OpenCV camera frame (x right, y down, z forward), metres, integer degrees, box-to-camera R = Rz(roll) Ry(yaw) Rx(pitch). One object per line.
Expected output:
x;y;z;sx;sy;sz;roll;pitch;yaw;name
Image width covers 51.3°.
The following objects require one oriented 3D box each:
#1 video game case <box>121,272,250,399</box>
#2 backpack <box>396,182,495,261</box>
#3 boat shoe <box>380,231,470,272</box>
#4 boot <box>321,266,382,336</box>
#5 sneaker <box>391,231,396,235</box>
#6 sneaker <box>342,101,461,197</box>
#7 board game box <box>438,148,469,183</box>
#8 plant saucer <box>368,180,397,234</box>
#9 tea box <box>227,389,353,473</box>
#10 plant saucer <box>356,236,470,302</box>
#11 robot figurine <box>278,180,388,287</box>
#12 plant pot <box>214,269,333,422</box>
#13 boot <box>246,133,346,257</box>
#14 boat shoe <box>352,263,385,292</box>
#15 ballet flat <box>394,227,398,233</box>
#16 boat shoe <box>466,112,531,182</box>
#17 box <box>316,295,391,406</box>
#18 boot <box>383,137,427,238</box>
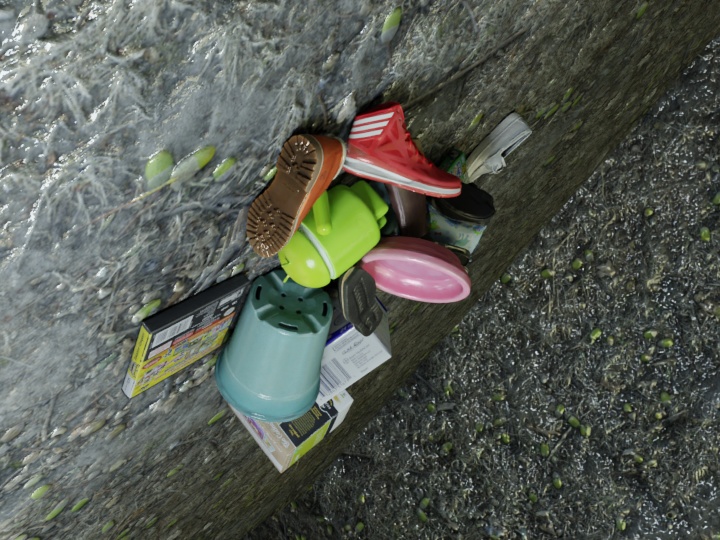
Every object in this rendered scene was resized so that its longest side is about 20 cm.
-0.276;0.103;1.187;0.199;0.026;0.182;-30;159;-44;video game case
0.146;-0.066;1.440;0.160;0.157;0.200;18;142;-25;backpack
0.104;-0.038;1.351;0.071;0.196;0.065;143;-36;-71;boat shoe
-0.042;0.031;1.308;0.078;0.137;0.201;-46;154;-19;boot
0.134;-0.070;1.693;0.199;0.077;0.076;-36;161;-34;sneaker
0.074;-0.180;1.104;0.196;0.078;0.118;10;101;-25;sneaker
0.184;-0.127;1.550;0.135;0.029;0.202;-50;140;-29;board game box
0.052;-0.118;1.365;0.201;0.038;0.202;-48;160;-24;plant saucer
-0.155;0.288;1.640;0.195;0.201;0.134;-33;162;-29;tea box
0.092;-0.004;1.271;0.201;0.195;0.052;87;17;-70;plant saucer
-0.048;-0.055;1.194;0.199;0.116;0.176;-39;165;-16;robot figurine
-0.140;0.121;1.303;0.199;0.200;0.199;-28;151;-44;plant pot
-0.087;-0.105;1.059;0.201;0.075;0.107;-55;166;30;boot
0.000;0.000;1.390;0.200;0.067;0.077;37;56;-58;boat shoe
0.134;-0.147;1.546;0.199;0.069;0.070;-40;165;-32;ballet flat
0.294;-0.252;1.652;0.200;0.069;0.072;-45;165;1;boat shoe
-0.039;0.138;1.523;0.182;0.105;0.201;-35;-160;13;box
0.070;-0.129;1.231;0.071;0.171;0.199;-2;-171;24;boot
